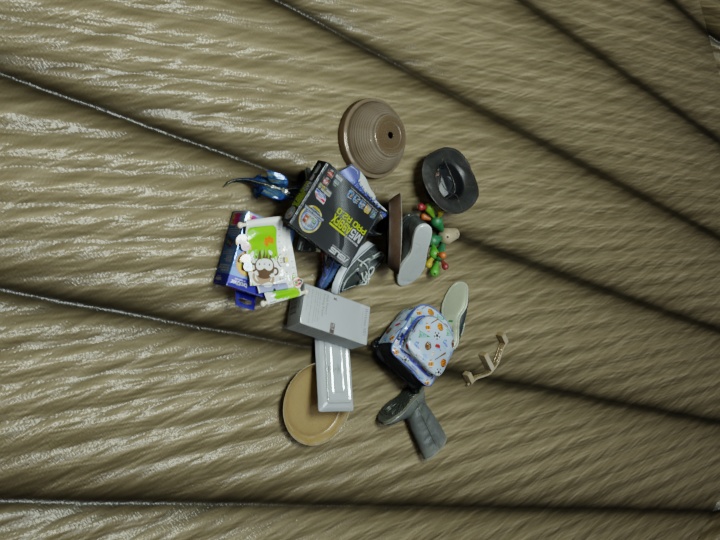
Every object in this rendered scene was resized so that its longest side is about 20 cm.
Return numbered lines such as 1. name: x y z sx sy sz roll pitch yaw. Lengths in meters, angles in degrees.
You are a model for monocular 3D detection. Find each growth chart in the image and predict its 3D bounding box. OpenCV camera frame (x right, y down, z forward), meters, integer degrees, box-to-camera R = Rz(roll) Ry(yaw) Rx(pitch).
1. growth chart: -0.197 -0.022 1.433 0.143 0.018 0.204 -21 105 -34

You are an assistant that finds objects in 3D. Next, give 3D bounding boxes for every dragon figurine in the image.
1. dragon figurine: -0.197 -0.187 1.458 0.197 0.099 0.060 17 84 -27

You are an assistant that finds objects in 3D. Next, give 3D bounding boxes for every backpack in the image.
1. backpack: 0.155 0.187 1.710 0.200 0.153 0.192 47 52 -22

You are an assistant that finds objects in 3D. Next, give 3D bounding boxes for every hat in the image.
1. hat: 0.227 -0.232 1.771 0.198 0.081 0.205 12 67 -30

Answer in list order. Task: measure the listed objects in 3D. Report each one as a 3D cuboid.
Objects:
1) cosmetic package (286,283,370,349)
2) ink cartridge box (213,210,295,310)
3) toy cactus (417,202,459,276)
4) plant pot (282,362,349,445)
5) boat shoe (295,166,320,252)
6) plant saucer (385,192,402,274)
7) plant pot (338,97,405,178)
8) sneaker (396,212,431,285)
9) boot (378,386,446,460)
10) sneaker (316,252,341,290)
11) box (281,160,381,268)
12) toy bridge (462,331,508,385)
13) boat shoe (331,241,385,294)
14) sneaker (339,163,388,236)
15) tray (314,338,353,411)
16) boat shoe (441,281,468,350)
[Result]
1. cosmetic package: -0.075 0.113 1.566 0.197 0.074 0.104 20 65 -31
2. ink cartridge box: -0.240 -0.016 1.459 0.135 0.076 0.204 19 83 -34
3. toy cactus: 0.218 -0.092 1.782 0.163 0.101 0.204 -17 94 -43
4. plant pot: -0.109 0.325 1.599 0.197 0.027 0.204 -3 95 -35
5. boat shoe: -0.126 -0.145 1.530 0.066 0.072 0.204 -1 85 -3
6. plant saucer: 0.083 -0.093 1.637 0.034 0.200 0.205 1 92 -1
7. plant pot: 0.050 -0.336 1.639 0.198 0.092 0.205 -2 93 -36
8. sneaker: 0.130 -0.061 1.722 0.069 0.100 0.203 0 127 -22
9. boot: 0.145 0.430 1.770 0.180 0.072 0.203 -31 116 -28
10. sneaker: -0.067 -0.046 1.590 0.075 0.077 0.203 9 102 -76
11. box: -0.062 -0.125 1.474 0.199 0.044 0.162 38 80 -37
12. toy bridge: 0.379 0.274 1.946 0.200 0.027 0.068 -43 116 -26
13. boat shoe: 0.000 0.002 1.599 0.199 0.067 0.075 -44 156 -50
14. sneaker: 0.016 -0.165 1.599 0.080 0.115 0.201 -34 112 -7
15. tray: -0.061 0.242 1.596 0.106 0.022 0.204 7 71 -36
16. boat shoe: 0.265 0.132 1.846 0.068 0.070 0.204 49 51 -67
